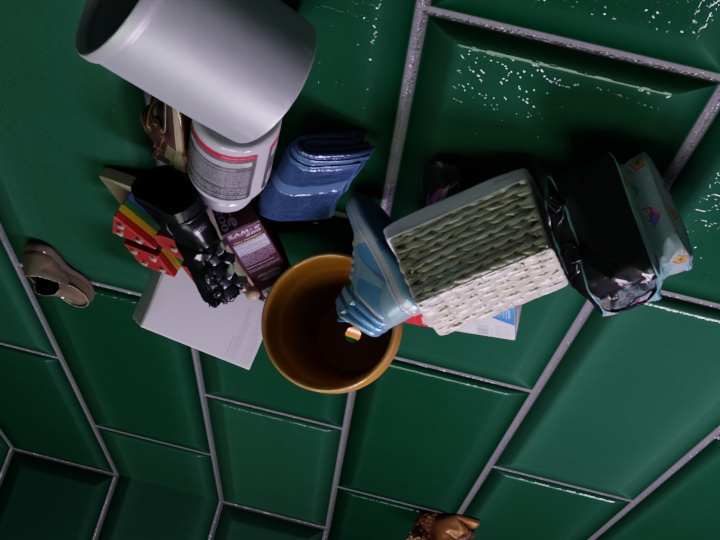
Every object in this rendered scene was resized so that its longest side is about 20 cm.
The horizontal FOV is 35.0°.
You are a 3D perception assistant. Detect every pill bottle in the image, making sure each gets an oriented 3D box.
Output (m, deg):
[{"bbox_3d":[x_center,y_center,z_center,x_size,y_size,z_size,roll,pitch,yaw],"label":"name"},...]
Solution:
[{"bbox_3d":[-0.166,-0.153,1.468,0.111,0.111,0.200,17,154,-4],"label":"pill bottle"}]

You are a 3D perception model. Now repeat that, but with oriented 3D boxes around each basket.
[{"bbox_3d":[0.150,-0.017,1.443,0.200,0.123,0.136,-22,151,11],"label":"basket"}]

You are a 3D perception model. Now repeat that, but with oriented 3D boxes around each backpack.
[{"bbox_3d":[0.309,-0.039,1.375,0.153,0.176,0.200,-20,161,3],"label":"backpack"}]

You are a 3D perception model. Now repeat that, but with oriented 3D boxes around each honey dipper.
[{"bbox_3d":[-0.182,0.023,1.816,0.038,0.038,0.200,20,-177,-12],"label":"honey dipper"}]

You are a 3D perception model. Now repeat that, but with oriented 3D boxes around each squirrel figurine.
[{"bbox_3d":[0.209,0.738,2.995,0.200,0.187,0.142,16,155,-2],"label":"squirrel figurine"}]

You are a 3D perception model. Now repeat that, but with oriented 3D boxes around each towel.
[{"bbox_3d":[-0.064,-0.120,1.511,0.112,0.049,0.200,-7,162,-22],"label":"towel"}]

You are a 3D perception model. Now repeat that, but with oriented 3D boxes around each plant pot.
[{"bbox_3d":[-0.028,0.089,1.706,0.200,0.200,0.183,9,171,13],"label":"plant pot"}]

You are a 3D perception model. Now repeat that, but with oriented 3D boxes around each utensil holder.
[{"bbox_3d":[-0.170,-0.251,1.213,0.200,0.170,0.170,29,152,-33],"label":"utensil holder"}]

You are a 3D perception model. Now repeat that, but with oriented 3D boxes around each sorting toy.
[{"bbox_3d":[-0.291,-0.051,1.738,0.200,0.070,0.199,20,159,24],"label":"sorting toy"}]

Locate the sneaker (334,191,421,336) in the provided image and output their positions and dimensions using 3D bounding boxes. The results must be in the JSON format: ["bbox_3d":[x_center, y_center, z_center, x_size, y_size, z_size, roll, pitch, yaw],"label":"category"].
[{"bbox_3d":[0.000,0.000,1.575,0.131,0.200,0.080,-38,153,27],"label":"sneaker"}]

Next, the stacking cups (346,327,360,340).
[{"bbox_3d":[-0.047,0.078,1.950,0.200,0.061,0.060,22,154,-23],"label":"stacking cups"}]

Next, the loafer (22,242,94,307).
[{"bbox_3d":[-0.558,0.021,2.086,0.076,0.068,0.200,2,152,25],"label":"loafer"}]

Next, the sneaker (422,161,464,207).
[{"bbox_3d":[0.127,-0.082,1.522,0.086,0.080,0.200,-4,157,-2],"label":"sneaker"}]

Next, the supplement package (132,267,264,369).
[{"bbox_3d":[-0.265,0.069,1.928,0.200,0.120,0.121,24,178,-18],"label":"supplement package"}]

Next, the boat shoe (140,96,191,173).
[{"bbox_3d":[-0.253,-0.191,1.490,0.072,0.072,0.200,15,161,-2],"label":"boat shoe"}]

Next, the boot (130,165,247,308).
[{"bbox_3d":[-0.235,-0.047,1.576,0.198,0.073,0.163,36,155,53],"label":"boot"}]

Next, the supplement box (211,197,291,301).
[{"bbox_3d":[-0.158,-0.050,1.665,0.061,0.109,0.200,-24,147,0],"label":"supplement box"}]

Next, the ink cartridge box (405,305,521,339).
[{"bbox_3d":[0.143,0.040,1.746,0.200,0.067,0.116,9,153,13],"label":"ink cartridge box"}]
